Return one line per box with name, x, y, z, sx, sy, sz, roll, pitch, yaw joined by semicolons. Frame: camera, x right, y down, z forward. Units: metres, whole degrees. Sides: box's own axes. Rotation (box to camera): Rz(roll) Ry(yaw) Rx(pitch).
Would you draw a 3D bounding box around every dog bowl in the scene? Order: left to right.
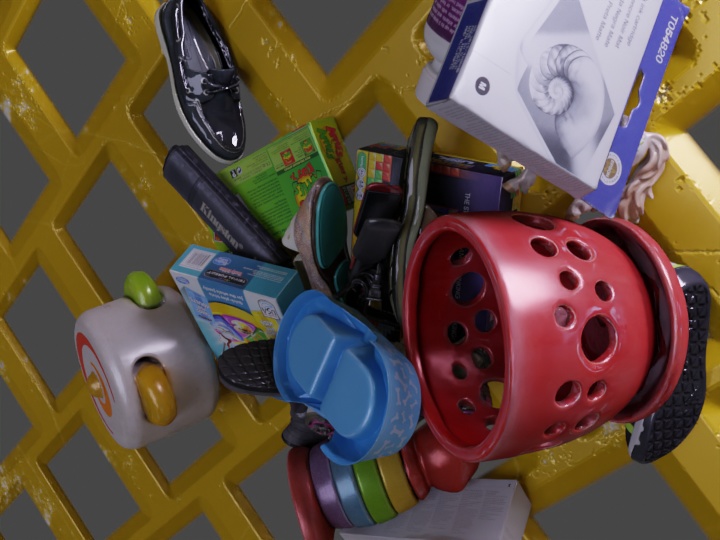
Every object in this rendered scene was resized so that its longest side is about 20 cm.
dog bowl;-0.014;0.097;0.795;0.200;0.049;0.112;41;113;50

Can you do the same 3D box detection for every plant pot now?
plant pot;0.151;0.049;0.721;0.200;0.181;0.202;176;90;-67

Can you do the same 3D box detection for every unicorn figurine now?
unicorn figurine;0.177;-0.120;0.740;0.199;0.074;0.138;15;126;-19

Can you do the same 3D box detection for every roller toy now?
roller toy;-0.273;0.124;1.072;0.200;0.139;0.183;56;149;22

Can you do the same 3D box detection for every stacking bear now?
stacking bear;0.032;0.214;0.917;0.199;0.121;0.114;-19;99;6

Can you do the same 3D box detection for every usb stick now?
usb stick;-0.153;-0.061;0.971;0.200;0.033;0.056;47;129;12

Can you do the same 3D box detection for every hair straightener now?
hair straightener;0.000;0.000;0.821;0.200;0.041;0.077;120;155;-58

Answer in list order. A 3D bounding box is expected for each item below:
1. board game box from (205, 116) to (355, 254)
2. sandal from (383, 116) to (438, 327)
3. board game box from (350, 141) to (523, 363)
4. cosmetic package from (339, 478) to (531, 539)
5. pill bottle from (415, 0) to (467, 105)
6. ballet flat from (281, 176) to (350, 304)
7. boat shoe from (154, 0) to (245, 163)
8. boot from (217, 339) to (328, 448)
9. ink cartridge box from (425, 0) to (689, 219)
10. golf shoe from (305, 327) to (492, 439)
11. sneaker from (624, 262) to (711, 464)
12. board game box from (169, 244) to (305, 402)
board game box;-0.096;-0.087;0.975;0.199;0.048;0.102;-21;93;37
sandal;0.059;-0.040;0.804;0.057;0.080;0.202;7;105;-8
board game box;0.071;-0.018;0.879;0.165;0.057;0.201;15;113;31
cosmetic package;0.081;0.274;0.942;0.199;0.083;0.051;-7;130;36
pill bottle;0.121;-0.230;0.743;0.112;0.112;0.201;35;121;20
ballet flat;-0.046;-0.017;0.913;0.067;0.068;0.201;14;136;27
boat shoe;-0.170;-0.222;0.967;0.066;0.074;0.200;-24;81;48
boot;-0.066;0.144;0.926;0.070;0.199;0.132;-110;33;-46
ink cartridge box;0.167;-0.166;0.643;0.041;0.199;0.201;7;75;62
golf shoe;0.036;0.118;0.858;0.199;0.073;0.093;-16;55;22
sneaker;0.266;0.077;0.785;0.083;0.071;0.201;34;126;55
board game box;-0.115;0.071;0.983;0.150;0.047;0.201;13;140;31
